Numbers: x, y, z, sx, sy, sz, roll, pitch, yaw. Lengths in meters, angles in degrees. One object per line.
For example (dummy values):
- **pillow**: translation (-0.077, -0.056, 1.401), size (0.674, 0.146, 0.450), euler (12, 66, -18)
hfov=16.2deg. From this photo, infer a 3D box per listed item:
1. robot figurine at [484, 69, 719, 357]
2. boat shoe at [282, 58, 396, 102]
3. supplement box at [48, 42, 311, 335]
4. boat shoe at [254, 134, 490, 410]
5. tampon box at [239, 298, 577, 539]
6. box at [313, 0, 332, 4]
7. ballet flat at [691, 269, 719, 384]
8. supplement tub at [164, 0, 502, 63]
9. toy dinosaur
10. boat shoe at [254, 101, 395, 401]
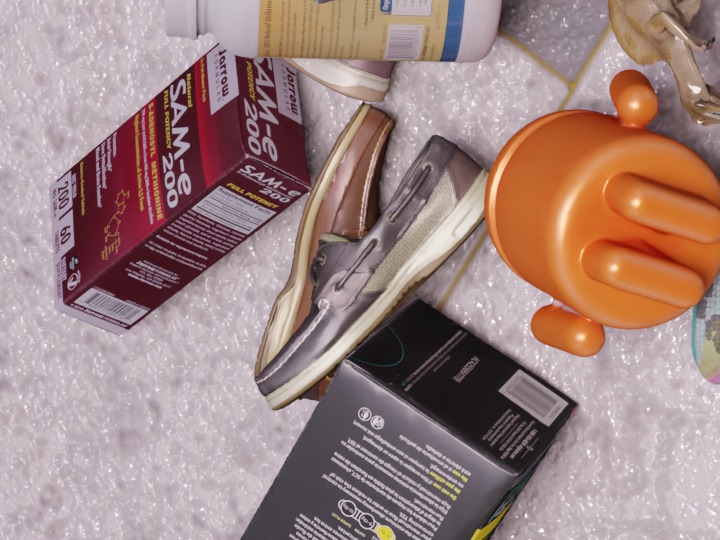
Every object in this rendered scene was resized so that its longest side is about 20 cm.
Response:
- **robot figurine**: translation (0.143, -0.034, 1.487), size (0.200, 0.116, 0.144), euler (-146, 35, -69)
- **boat shoe**: translation (-0.053, -0.181, 1.643), size (0.200, 0.072, 0.065), euler (35, 103, 23)
- **supplement box**: translation (-0.122, -0.055, 1.668), size (0.200, 0.061, 0.109), euler (-36, 46, 33)
- **boat shoe**: translation (0.000, 0.000, 1.576), size (0.066, 0.072, 0.201), euler (45, 93, -2)
- **tampon box**: translation (0.019, 0.147, 1.579), size (0.126, 0.150, 0.200), euler (34, 113, 8)
- **box**: translation (0.047, -0.253, 1.417), size (0.199, 0.049, 0.162), euler (-16, 106, 1)
- **ballet flat**: translation (0.245, -0.022, 1.480), size (0.071, 0.069, 0.201), euler (22, 105, 44)
- **supplement tub**: translation (-0.017, -0.200, 1.529), size (0.199, 0.145, 0.145), euler (1, 98, -3)
- **toy dinosaur**: translation (0.162, -0.170, 1.475), size (0.200, 0.058, 0.101), euler (62, 154, 25)
- **boat shoe**: translation (-0.009, -0.009, 1.641), size (0.067, 0.072, 0.201), euler (19, 102, 5)
